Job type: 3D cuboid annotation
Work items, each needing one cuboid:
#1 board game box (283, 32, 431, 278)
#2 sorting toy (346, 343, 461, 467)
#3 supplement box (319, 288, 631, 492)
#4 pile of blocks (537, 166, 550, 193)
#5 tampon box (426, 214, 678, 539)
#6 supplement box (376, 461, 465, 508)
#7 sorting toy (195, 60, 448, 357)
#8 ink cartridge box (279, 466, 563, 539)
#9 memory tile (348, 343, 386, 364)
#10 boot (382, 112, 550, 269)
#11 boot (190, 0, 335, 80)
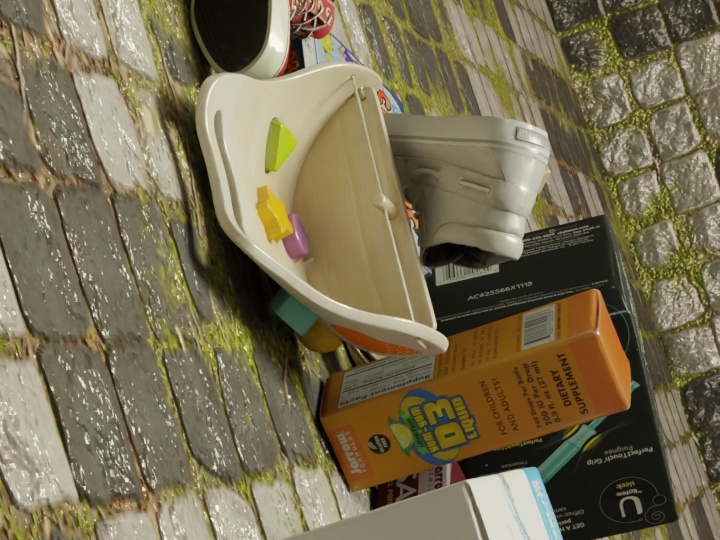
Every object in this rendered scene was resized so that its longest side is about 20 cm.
[{"bbox_3d":[-0.010,-0.092,1.605,0.135,0.034,0.201,42,26,-36],"label":"board game box"},{"bbox_3d":[0.048,0.089,1.674,0.200,0.036,0.186,-65,134,-71],"label":"sorting toy"},{"bbox_3d":[0.075,0.081,1.443,0.069,0.199,0.067,-75,144,-61],"label":"supplement box"},{"bbox_3d":[0.054,-0.069,1.671,0.062,0.199,0.083,-9,88,-40],"label":"pile of blocks"},{"bbox_3d":[0.140,0.088,1.611,0.127,0.149,0.201,-91,167,-56],"label":"tampon box"},{"bbox_3d":[0.074,0.237,1.517,0.109,0.060,0.201,-87,155,-56],"label":"supplement box"},{"bbox_3d":[-0.044,-0.043,1.383,0.180,0.106,0.202,29,43,-60],"label":"sorting toy"},{"bbox_3d":[0.038,0.204,1.236,0.200,0.146,0.147,12,60,-75],"label":"ink cartridge box"},{"bbox_3d":[0.000,0.000,1.572,0.153,0.017,0.201,45,25,-31],"label":"memory tile"},{"bbox_3d":[0.047,-0.051,1.471,0.073,0.199,0.096,17,83,-31],"label":"boot"},{"bbox_3d":[-0.054,-0.177,1.520,0.144,0.072,0.201,41,28,-44],"label":"boot"}]
